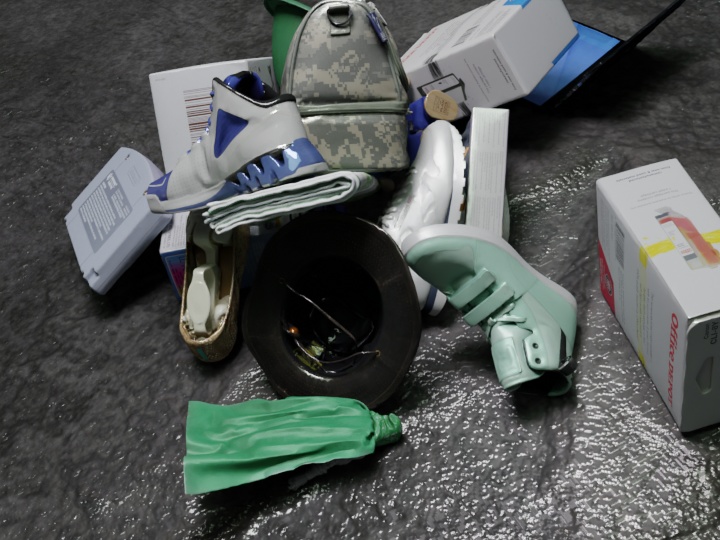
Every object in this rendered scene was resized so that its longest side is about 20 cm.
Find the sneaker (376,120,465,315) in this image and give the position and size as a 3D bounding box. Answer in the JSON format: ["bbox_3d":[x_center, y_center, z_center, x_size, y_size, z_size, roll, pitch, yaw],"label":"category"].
[{"bbox_3d":[0.057,-0.057,1.108,0.079,0.076,0.203,9,81,-6],"label":"sneaker"}]

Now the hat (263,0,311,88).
[{"bbox_3d":[-0.080,-0.209,1.306,0.177,0.165,0.200,-62,18,-1],"label":"hat"}]

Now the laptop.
[{"bbox_3d":[0.271,-0.286,1.349,0.177,0.200,0.104,-40,88,-25],"label":"laptop"}]

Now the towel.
[{"bbox_3d":[-0.057,-0.065,1.062,0.147,0.031,0.200,-12,1,9],"label":"towel"}]

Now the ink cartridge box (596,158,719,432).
[{"bbox_3d":[0.287,0.020,0.982,0.082,0.146,0.201,-14,42,-3],"label":"ink cartridge box"}]

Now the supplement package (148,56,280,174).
[{"bbox_3d":[-0.159,-0.187,1.296,0.116,0.118,0.200,-7,12,8],"label":"supplement package"}]

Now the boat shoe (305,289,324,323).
[{"bbox_3d":[-0.002,-0.001,1.148,0.199,0.064,0.073,-28,43,-14],"label":"boat shoe"}]

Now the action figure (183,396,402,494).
[{"bbox_3d":[-0.059,0.156,1.001,0.197,0.055,0.119,-7,40,-2],"label":"action figure"}]

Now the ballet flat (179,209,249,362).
[{"bbox_3d":[-0.152,-0.009,1.124,0.070,0.065,0.203,-4,80,10],"label":"ballet flat"}]

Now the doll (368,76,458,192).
[{"bbox_3d":[0.041,-0.161,1.268,0.048,0.138,0.199,10,-7,-28],"label":"doll"}]

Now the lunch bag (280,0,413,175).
[{"bbox_3d":[-0.020,-0.185,1.127,0.138,0.170,0.200,-4,6,-2],"label":"lunch bag"}]

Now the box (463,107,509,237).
[{"bbox_3d":[0.127,-0.066,1.121,0.041,0.039,0.203,3,78,3],"label":"box"}]

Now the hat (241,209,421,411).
[{"bbox_3d":[-0.015,0.039,1.056,0.199,0.203,0.081,9,13,25],"label":"hat"}]

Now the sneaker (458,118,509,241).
[{"bbox_3d":[0.117,-0.104,1.213,0.078,0.079,0.201,0,44,0],"label":"sneaker"}]

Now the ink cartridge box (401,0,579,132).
[{"bbox_3d":[0.137,-0.251,1.305,0.199,0.085,0.146,-13,28,49],"label":"ink cartridge box"}]

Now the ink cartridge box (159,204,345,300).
[{"bbox_3d":[-0.117,-0.053,1.229,0.198,0.077,0.137,-11,42,6],"label":"ink cartridge box"}]

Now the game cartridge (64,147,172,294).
[{"bbox_3d":[-0.277,-0.067,1.259,0.134,0.040,0.200,-50,33,7],"label":"game cartridge"}]

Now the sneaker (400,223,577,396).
[{"bbox_3d":[0.122,0.040,0.994,0.074,0.199,0.119,-43,29,41],"label":"sneaker"}]

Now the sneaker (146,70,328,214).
[{"bbox_3d":[-0.122,-0.125,1.047,0.198,0.117,0.080,-14,-1,36],"label":"sneaker"}]
